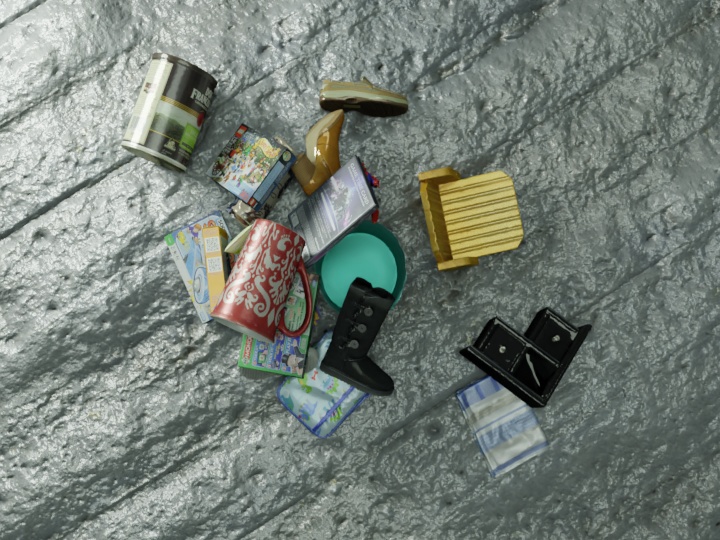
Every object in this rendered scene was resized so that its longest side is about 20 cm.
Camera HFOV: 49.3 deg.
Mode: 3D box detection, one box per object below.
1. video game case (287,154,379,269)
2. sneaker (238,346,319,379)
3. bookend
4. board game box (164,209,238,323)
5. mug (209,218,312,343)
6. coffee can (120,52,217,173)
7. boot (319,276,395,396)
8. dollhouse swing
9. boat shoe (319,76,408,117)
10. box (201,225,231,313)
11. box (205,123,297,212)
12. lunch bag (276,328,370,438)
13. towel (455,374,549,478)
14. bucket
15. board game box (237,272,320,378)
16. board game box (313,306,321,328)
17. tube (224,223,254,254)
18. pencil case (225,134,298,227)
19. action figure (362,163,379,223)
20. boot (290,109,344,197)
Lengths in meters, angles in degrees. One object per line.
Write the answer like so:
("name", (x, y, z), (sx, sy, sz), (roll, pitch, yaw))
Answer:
("video game case", (-0.058, -0.118, 1.567), (0.199, 0.019, 0.145), (-38, 49, 20))
("sneaker", (-0.165, 0.167, 1.617), (0.196, 0.074, 0.083), (-10, 44, 29))
("bookend", (0.346, 0.147, 1.649), (0.197, 0.092, 0.202), (36, 79, 3))
("board game box", (-0.318, -0.008, 1.678), (0.133, 0.034, 0.204), (-26, 88, -3))
("mug", (-0.176, 0.026, 1.498), (0.131, 0.176, 0.205), (9, 74, 42))
("coffee can", (-0.400, -0.328, 1.641), (0.143, 0.146, 0.205), (20, 87, 0))
("boot", (0.023, 0.133, 1.548), (0.161, 0.066, 0.204), (20, 107, -7))
("dollhouse swing", (0.238, -0.117, 1.641), (0.171, 0.181, 0.206), (-12, 86, 18))
("boat shoe", (0.009, -0.385, 1.698), (0.194, 0.072, 0.078), (7, 70, -3))
("box", (-0.287, 0.018, 1.600), (0.040, 0.119, 0.206), (-5, 86, -2))
("box", (-0.230, -0.217, 1.627), (0.138, 0.199, 0.038), (-54, 133, -3))
("lunch bag", (-0.065, 0.237, 1.648), (0.200, 0.082, 0.161), (-45, 91, -3))
("towel", (0.304, 0.323, 1.680), (0.144, 0.024, 0.204), (-25, 87, -4))
("bucket", (0.000, 0.000, 1.636), (0.201, 0.135, 0.214), (0, 87, -2))
("board game box", (-0.159, 0.100, 1.543), (0.131, 0.029, 0.206), (9, 81, 7))
("board game box", (-0.168, 0.051, 1.623), (0.155, 0.039, 0.203), (-13, 61, -27))
("tube", (-0.232, -0.054, 1.601), (0.050, 0.200, 0.060), (7, 85, 1))
("pencil case", (-0.204, -0.187, 1.671), (0.088, 0.078, 0.202), (33, 86, 17))
("action figure", (0.008, -0.170, 1.632), (0.063, 0.202, 0.053), (-3, 123, -2))
("boot", (-0.063, -0.231, 1.679), (0.145, 0.070, 0.203), (51, 57, -29))
